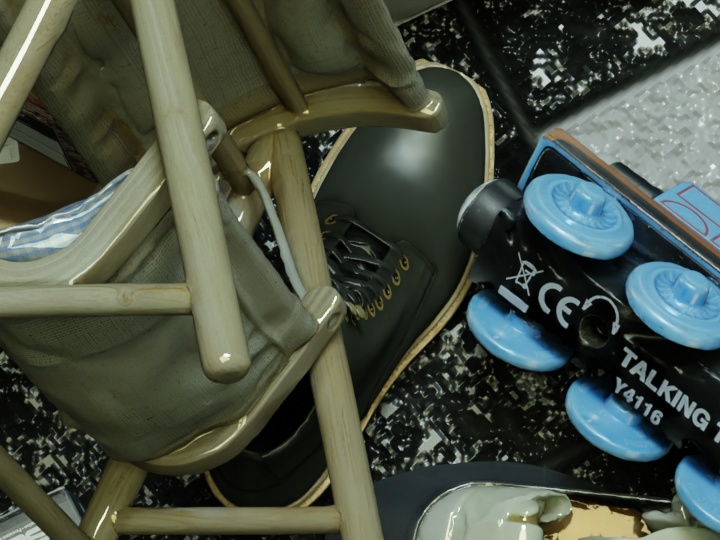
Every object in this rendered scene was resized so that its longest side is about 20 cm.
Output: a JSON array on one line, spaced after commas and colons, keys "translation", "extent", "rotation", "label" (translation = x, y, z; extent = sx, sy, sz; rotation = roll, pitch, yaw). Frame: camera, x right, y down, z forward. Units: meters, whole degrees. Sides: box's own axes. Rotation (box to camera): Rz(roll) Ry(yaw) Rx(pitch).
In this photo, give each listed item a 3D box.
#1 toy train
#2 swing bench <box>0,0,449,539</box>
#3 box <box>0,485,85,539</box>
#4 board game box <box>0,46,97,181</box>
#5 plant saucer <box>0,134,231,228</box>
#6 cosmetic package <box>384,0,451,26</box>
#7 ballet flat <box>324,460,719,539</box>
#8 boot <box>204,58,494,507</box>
[{"translation": [0.130, 0.024, 1.156], "extent": [0.200, 0.114, 0.087], "rotation": [39, 125, 20], "label": "toy train"}, {"translation": [-0.060, -0.019, 0.993], "extent": [0.129, 0.199, 0.201], "rotation": [-1, 64, 16], "label": "swing bench"}, {"translation": [-0.167, 0.200, 1.158], "extent": [0.199, 0.049, 0.162], "rotation": [-27, 77, -4], "label": "box"}, {"translation": [-0.155, -0.132, 1.120], "extent": [0.159, 0.200, 0.097], "rotation": [28, 81, 6], "label": "board game box"}, {"translation": [-0.123, -0.088, 1.227], "extent": [0.198, 0.029, 0.202], "rotation": [0, 79, 1], "label": "plant saucer"}, {"translation": [-0.004, -0.210, 1.202], "extent": [0.087, 0.103, 0.201], "rotation": [-23, 76, 25], "label": "cosmetic package"}, {"translation": [0.084, 0.110, 1.160], "extent": [0.198, 0.073, 0.074], "rotation": [7, 78, 3], "label": "ballet flat"}, {"translation": [0.000, 0.000, 1.149], "extent": [0.077, 0.138, 0.201], "rotation": [21, 79, 5], "label": "boot"}]
